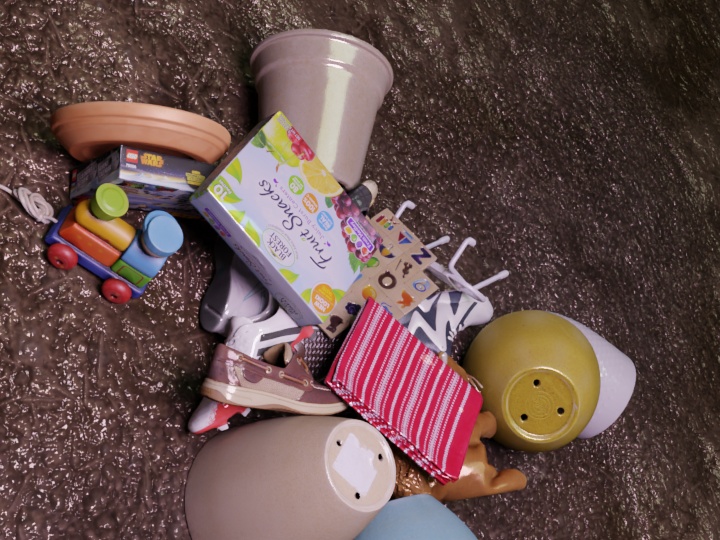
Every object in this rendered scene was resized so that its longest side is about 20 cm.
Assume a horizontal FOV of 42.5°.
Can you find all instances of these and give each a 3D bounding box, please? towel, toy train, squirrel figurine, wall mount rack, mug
[{"bbox_3d":[0.058,0.141,1.094,0.200,0.022,0.145,42,45,-13],"label":"towel"},{"bbox_3d":[-0.294,-0.058,0.999,0.199,0.115,0.085,36,48,-22],"label":"toy train"},{"bbox_3d":[0.088,0.199,1.181,0.198,0.141,0.189,0,75,-34],"label":"squirrel figurine"},{"bbox_3d":[0.125,-0.023,1.332,0.199,0.075,0.174,34,-3,31],"label":"wall mount rack"},{"bbox_3d":[0.288,0.167,1.398,0.175,0.147,0.201,35,79,-15],"label":"mug"}]

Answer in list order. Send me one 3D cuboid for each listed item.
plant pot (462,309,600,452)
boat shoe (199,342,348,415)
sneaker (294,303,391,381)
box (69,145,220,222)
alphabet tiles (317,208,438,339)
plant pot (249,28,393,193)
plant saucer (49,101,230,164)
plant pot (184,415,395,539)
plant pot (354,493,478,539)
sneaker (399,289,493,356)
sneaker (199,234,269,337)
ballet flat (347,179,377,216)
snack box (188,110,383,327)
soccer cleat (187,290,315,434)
[{"bbox_3d":[0.238,0.164,1.264,0.201,0.199,0.142,56,8,-2],"label":"plant pot"},{"bbox_3d":[-0.085,0.116,1.020,0.199,0.072,0.073,14,85,-42],"label":"boat shoe"},{"bbox_3d":[-0.054,0.096,1.178,0.198,0.084,0.074,-17,96,-25],"label":"sneaker"},{"bbox_3d":[-0.215,-0.095,1.073,0.198,0.136,0.040,8,78,-39],"label":"box"},{"bbox_3d":[0.000,0.000,1.191,0.199,0.006,0.166,-35,72,-31],"label":"alphabet tiles"},{"bbox_3d":[-0.062,-0.188,1.245,0.199,0.200,0.186,18,68,-34],"label":"plant pot"},{"bbox_3d":[-0.245,-0.141,1.037,0.199,0.199,0.038,9,79,-38],"label":"plant saucer"},{"bbox_3d":[-0.060,0.233,0.993,0.186,0.199,0.189,20,56,-32],"label":"plant pot"},{"bbox_3d":[0.052,0.332,1.045,0.199,0.200,0.136,2,62,-41],"label":"plant pot"},{"bbox_3d":[0.112,0.096,1.308,0.198,0.079,0.131,10,63,-38],"label":"sneaker"},{"bbox_3d":[-0.139,-0.003,1.151,0.080,0.070,0.202,30,57,-35],"label":"sneaker"},{"bbox_3d":[-0.025,-0.033,1.163,0.056,0.067,0.201,26,62,7],"label":"ballet flat"},{"bbox_3d":[-0.080,-0.057,1.054,0.200,0.053,0.143,49,57,-20],"label":"snack box"},{"bbox_3d":[-0.136,0.099,1.063,0.200,0.068,0.085,-46,111,-23],"label":"soccer cleat"}]
